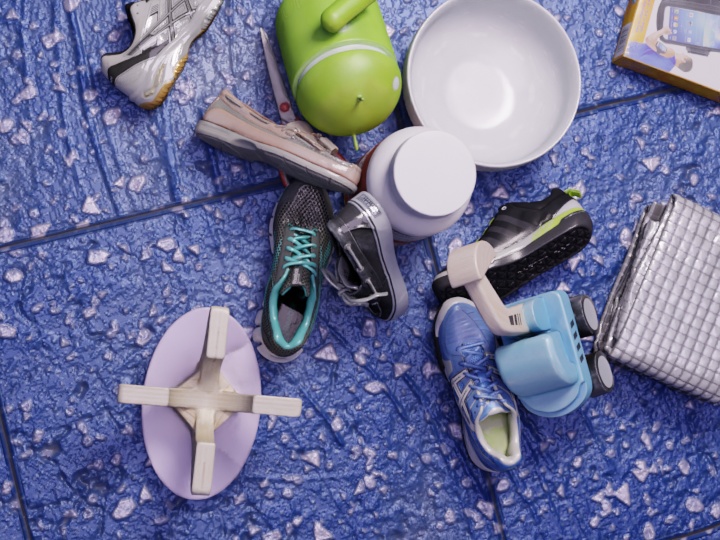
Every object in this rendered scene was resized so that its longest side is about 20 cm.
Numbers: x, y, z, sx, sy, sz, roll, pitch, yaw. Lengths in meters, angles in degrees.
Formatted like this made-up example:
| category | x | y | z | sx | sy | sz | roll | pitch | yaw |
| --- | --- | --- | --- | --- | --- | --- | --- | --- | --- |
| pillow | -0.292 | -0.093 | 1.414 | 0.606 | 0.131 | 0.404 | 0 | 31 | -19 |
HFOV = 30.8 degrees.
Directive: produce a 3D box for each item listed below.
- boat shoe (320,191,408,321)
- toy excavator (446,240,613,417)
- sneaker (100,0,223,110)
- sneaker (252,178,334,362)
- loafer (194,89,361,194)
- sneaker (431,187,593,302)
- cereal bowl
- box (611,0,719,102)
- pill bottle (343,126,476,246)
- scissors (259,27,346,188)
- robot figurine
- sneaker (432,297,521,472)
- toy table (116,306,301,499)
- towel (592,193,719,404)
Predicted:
| category | x | y | z | sx | sy | sz | roll | pitch | yaw |
| --- | --- | --- | --- | --- | --- | --- | --- | --- | --- |
| boat shoe | 0.002 | 0.002 | 1.359 | 0.068 | 0.200 | 0.074 | -36 | 64 | -14 |
| toy excavator | 0.172 | 0.063 | 1.372 | 0.099 | 0.200 | 0.196 | -18 | 85 | 29 |
| sneaker | -0.202 | -0.273 | 1.387 | 0.087 | 0.076 | 0.201 | 32 | 80 | -8 |
| sneaker | -0.063 | 0.000 | 1.384 | 0.077 | 0.091 | 0.202 | 7 | 89 | -10 |
| loafer | -0.082 | -0.139 | 1.369 | 0.199 | 0.072 | 0.063 | 21 | 81 | 24 |
| sneaker | 0.164 | -0.029 | 1.462 | 0.199 | 0.072 | 0.083 | -25 | 53 | -4 |
| cereal bowl | 0.137 | -0.204 | 1.445 | 0.198 | 0.083 | 0.202 | 1 | 84 | -13 |
| box | 0.404 | -0.269 | 1.529 | 0.198 | 0.041 | 0.120 | 17 | 83 | -8 |
| pill bottle | 0.053 | -0.088 | 1.363 | 0.111 | 0.200 | 0.113 | 1 | 86 | -12 |
| scissors | -0.085 | -0.164 | 1.432 | 0.073 | 0.014 | 0.201 | -31 | 89 | 2 |
| robot figurine | -0.024 | -0.227 | 1.378 | 0.115 | 0.176 | 0.201 | -10 | 57 | -9 |
| sneaker | 0.136 | 0.124 | 1.425 | 0.075 | 0.077 | 0.202 | -20 | 94 | -12 |
| toy table | -0.159 | 0.137 | 1.349 | 0.182 | 0.117 | 0.202 | -6 | 87 | -12 |
| towel | 0.370 | 0.033 | 1.482 | 0.164 | 0.086 | 0.201 | 23 | 84 | -8 |
